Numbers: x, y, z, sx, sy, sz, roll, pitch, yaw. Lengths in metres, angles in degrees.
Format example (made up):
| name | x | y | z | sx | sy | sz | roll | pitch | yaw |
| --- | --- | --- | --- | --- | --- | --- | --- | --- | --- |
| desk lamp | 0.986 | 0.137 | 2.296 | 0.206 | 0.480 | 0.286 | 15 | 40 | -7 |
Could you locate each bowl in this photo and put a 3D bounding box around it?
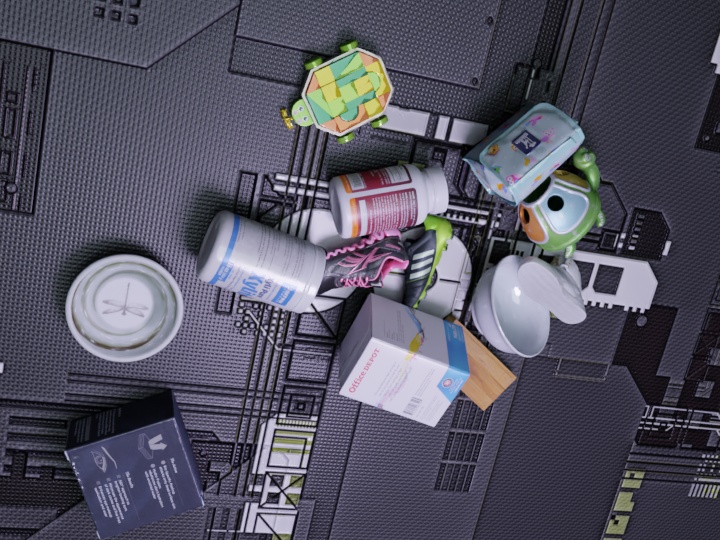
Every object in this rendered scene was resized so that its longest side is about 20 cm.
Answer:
| name | x | y | z | sx | sy | sz | roll | pitch | yaw |
| --- | --- | --- | --- | --- | --- | --- | --- | --- | --- |
| bowl | 0.279 | 0.076 | 1.650 | 0.201 | 0.090 | 0.202 | 19 | 64 | -44 |

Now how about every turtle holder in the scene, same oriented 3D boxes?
| name | x | y | z | sx | sy | sz | roll | pitch | yaw |
| --- | --- | --- | --- | --- | --- | --- | --- | --- | --- |
| turtle holder | 0.381 | -0.129 | 1.592 | 0.185 | 0.141 | 0.132 | -36 | 124 | 24 |

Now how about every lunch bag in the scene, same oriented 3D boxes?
| name | x | y | z | sx | sy | sz | roll | pitch | yaw |
| --- | --- | --- | --- | --- | --- | --- | --- | --- | --- |
| lunch bag | 0.295 | -0.208 | 1.515 | 0.170 | 0.200 | 0.122 | -39 | 105 | 2 |

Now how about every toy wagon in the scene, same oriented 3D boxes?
| name | x | y | z | sx | sy | sz | roll | pitch | yaw |
| --- | --- | --- | --- | --- | --- | --- | --- | --- | --- |
| toy wagon | -0.043 | -0.301 | 1.483 | 0.200 | 0.040 | 0.155 | -27 | 113 | -5 |

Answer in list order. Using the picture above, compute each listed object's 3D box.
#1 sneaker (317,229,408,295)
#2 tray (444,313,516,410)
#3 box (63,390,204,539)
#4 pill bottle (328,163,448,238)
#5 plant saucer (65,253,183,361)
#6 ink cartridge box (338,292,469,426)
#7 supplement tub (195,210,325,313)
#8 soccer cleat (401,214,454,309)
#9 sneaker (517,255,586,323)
| name | x | y | z | sx | sy | sz | roll | pitch | yaw |
| --- | --- | --- | --- | --- | --- | --- | --- | --- | --- |
| sneaker | 0.000 | 0.000 | 1.559 | 0.200 | 0.096 | 0.079 | -29 | 153 | -3 |
| tray | 0.218 | 0.188 | 1.724 | 0.099 | 0.037 | 0.200 | -46 | 113 | 3 |
| box | -0.412 | 0.356 | 1.564 | 0.199 | 0.117 | 0.197 | -16 | 111 | -9 |
| pill bottle | 0.051 | -0.129 | 1.527 | 0.199 | 0.113 | 0.113 | -11 | 111 | -11 |
| plant saucer | -0.415 | 0.061 | 1.499 | 0.199 | 0.050 | 0.201 | -5 | 110 | -14 |
| ink cartridge box | 0.077 | 0.166 | 1.586 | 0.200 | 0.146 | 0.147 | 21 | 122 | -13 |
| supplement tub | -0.176 | -0.015 | 1.495 | 0.200 | 0.132 | 0.132 | 21 | 102 | -19 |
| soccer cleat | 0.109 | -0.013 | 1.616 | 0.081 | 0.068 | 0.200 | 23 | 105 | 1 |
| sneaker | 0.371 | 0.008 | 1.664 | 0.074 | 0.116 | 0.200 | -24 | 131 | 32 |
